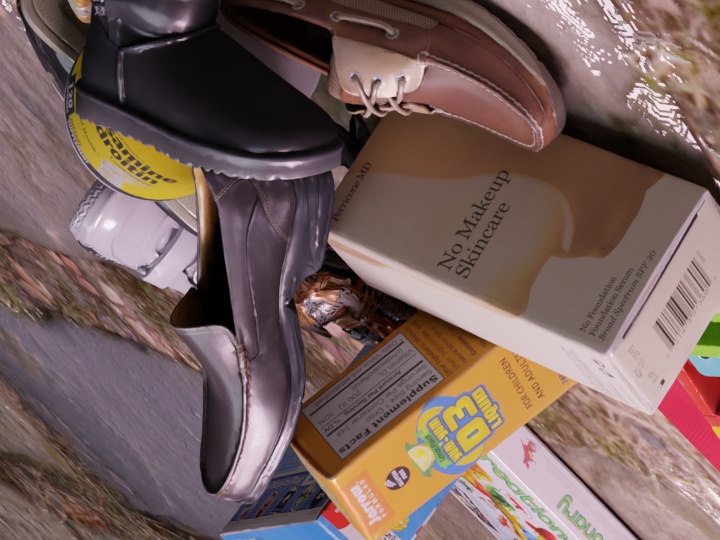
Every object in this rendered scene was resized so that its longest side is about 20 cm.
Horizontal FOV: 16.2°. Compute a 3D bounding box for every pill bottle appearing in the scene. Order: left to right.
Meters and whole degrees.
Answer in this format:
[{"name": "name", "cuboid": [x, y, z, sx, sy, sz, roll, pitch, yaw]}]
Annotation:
[{"name": "pill bottle", "cuboid": [-0.092, -0.106, 1.427, 0.112, 0.112, 0.200, 43, 161, -11]}]

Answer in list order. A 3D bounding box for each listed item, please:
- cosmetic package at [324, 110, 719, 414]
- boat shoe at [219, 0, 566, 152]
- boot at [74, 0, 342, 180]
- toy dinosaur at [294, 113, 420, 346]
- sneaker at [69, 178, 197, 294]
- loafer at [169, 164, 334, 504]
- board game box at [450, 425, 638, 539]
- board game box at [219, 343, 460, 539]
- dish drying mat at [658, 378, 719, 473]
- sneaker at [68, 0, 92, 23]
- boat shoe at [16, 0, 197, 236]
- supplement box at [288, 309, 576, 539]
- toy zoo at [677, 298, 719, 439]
[{"name": "cosmetic package", "cuboid": [0.086, -0.016, 1.301, 0.199, 0.106, 0.071, 23, 165, 37]}, {"name": "boat shoe", "cuboid": [0.014, -0.108, 1.287, 0.199, 0.072, 0.076, 31, 159, 24]}, {"name": "boot", "cuboid": [-0.077, -0.158, 1.251, 0.164, 0.066, 0.202, 17, 115, 29]}, {"name": "toy dinosaur", "cuboid": [0.000, 0.000, 1.453, 0.136, 0.102, 0.200, 57, -178, 20]}, {"name": "sneaker", "cuboid": [-0.097, -0.010, 1.620, 0.115, 0.075, 0.200, 38, -171, 25]}, {"name": "loafer", "cuboid": [-0.069, 0.027, 1.331, 0.072, 0.202, 0.073, -1, -164, -30]}, {"name": "board game box", "cuboid": [0.108, 0.152, 1.746, 0.200, 0.035, 0.126, 45, 160, -15]}, {"name": "board game box", "cuboid": [0.018, 0.100, 1.555, 0.056, 0.196, 0.200, 42, 161, -9]}, {"name": "dish drying mat", "cuboid": [0.207, 0.086, 1.445, 0.200, 0.018, 0.077, 45, 158, -12]}, {"name": "sneaker", "cuboid": [-0.150, -0.215, 1.385, 0.088, 0.075, 0.200, 51, 163, 19]}, {"name": "boat shoe", "cuboid": [-0.138, -0.104, 1.551, 0.200, 0.072, 0.068, 52, 158, -7]}, {"name": "supplement box", "cuboid": [0.057, 0.055, 1.364, 0.069, 0.199, 0.067, 48, 174, 48]}, {"name": "toy zoo", "cuboid": [0.236, 0.076, 1.340, 0.131, 0.021, 0.200, 4, 141, 47]}]
